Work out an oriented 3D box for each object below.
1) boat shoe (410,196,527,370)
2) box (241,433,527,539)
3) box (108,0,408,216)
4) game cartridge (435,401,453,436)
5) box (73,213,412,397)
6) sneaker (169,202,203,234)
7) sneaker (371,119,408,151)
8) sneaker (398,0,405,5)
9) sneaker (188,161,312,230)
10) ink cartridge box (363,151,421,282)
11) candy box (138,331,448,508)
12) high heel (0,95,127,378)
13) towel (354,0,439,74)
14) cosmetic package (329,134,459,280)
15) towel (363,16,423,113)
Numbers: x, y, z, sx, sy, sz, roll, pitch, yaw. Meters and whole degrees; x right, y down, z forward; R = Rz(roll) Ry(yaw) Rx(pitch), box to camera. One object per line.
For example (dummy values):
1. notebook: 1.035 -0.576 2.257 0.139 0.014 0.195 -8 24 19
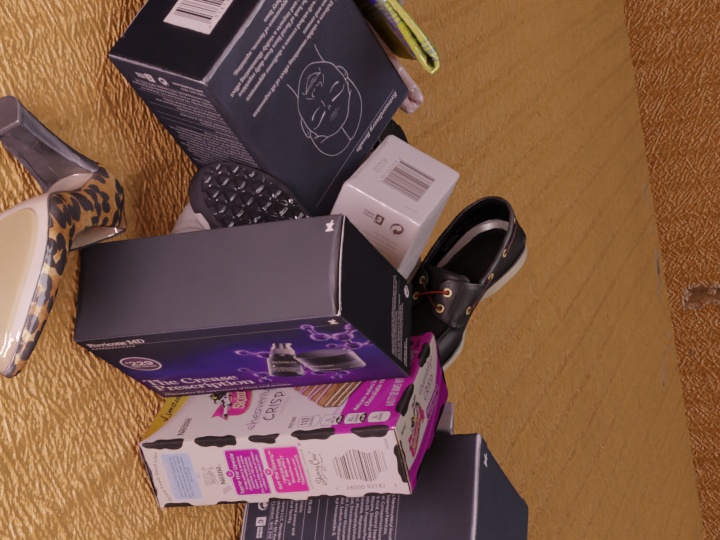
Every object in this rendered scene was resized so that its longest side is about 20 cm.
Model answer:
1. boat shoe: 0.068 0.021 1.462 0.202 0.074 0.063 -50 143 -23
2. box: 0.023 0.219 1.429 0.149 0.199 0.107 55 33 -52
3. box: -0.073 -0.152 1.340 0.149 0.107 0.200 -57 141 -18
4. game cartridge: 0.017 0.154 1.492 0.200 0.129 0.039 84 13 -66
5. box: -0.080 0.029 1.222 0.141 0.199 0.079 47 41 -58
6. sneaker: -0.090 0.025 1.391 0.089 0.075 0.200 -79 152 -52
7. sneaker: 0.011 -0.128 1.736 0.200 0.060 0.104 54 11 -26
8. sneaker: -0.010 -0.254 1.665 0.070 0.099 0.200 60 -30 23
9. sneaker: -0.059 -0.003 1.326 0.200 0.083 0.072 37 56 -17
10. ink cartridge box: 0.020 0.007 1.601 0.198 0.047 0.201 139 -57 -76
11. candy box: -0.047 0.110 1.288 0.136 0.199 0.061 -64 143 -59
12. high heel: -0.189 0.001 1.110 0.143 0.071 0.201 46 32 -50
13. towel: 0.007 -0.220 1.413 0.144 0.023 0.200 47 3 -13
14. cosmetic package: 0.000 0.000 1.425 0.101 0.071 0.200 -51 168 -55
15. towel: -0.040 -0.237 1.503 0.200 0.032 0.191 49 3 31
